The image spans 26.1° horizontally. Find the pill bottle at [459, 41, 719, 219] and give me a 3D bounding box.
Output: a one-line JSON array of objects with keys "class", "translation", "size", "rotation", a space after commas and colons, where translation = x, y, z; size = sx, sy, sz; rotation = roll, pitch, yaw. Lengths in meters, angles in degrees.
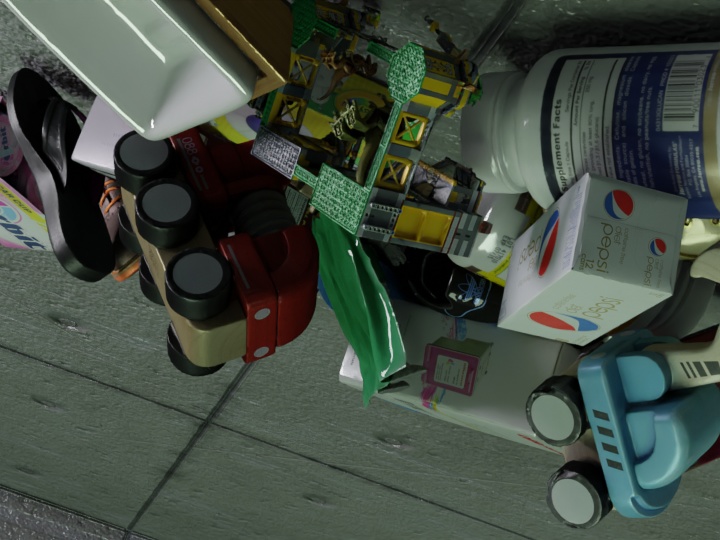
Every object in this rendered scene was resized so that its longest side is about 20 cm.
[{"class": "pill bottle", "translation": [0.170, -0.091, 1.015], "size": [0.198, 0.112, 0.111], "rotation": [3, 154, 33]}]

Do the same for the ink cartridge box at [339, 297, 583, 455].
[{"class": "ink cartridge box", "translation": [0.106, 0.093, 1.334], "size": [0.198, 0.085, 0.144], "rotation": [15, 173, 32]}]

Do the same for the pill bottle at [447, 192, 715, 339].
[{"class": "pill bottle", "translation": [0.170, -0.019, 1.188], "size": [0.198, 0.110, 0.109], "rotation": [25, 157, -16]}]

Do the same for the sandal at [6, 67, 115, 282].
[{"class": "sandal", "translation": [-0.235, -0.086, 1.281], "size": [0.048, 0.202, 0.075], "rotation": [-33, 156, 25]}]

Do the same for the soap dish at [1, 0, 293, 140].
[{"class": "soap dish", "translation": [-0.149, -0.186, 1.023], "size": [0.200, 0.082, 0.157], "rotation": [46, 148, -22]}]

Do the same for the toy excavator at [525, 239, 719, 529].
[{"class": "toy excavator", "translation": [0.222, 0.079, 1.102], "size": [0.199, 0.197, 0.100], "rotation": [-8, -168, 39]}]

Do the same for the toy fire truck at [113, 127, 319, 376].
[{"class": "toy fire truck", "translation": [-0.066, -0.025, 1.147], "size": [0.198, 0.177, 0.129], "rotation": [-17, 146, -17]}]

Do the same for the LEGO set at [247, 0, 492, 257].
[{"class": "LEGO set", "translation": [0.023, -0.095, 1.032], "size": [0.115, 0.155, 0.199], "rotation": [10, -172, -37]}]

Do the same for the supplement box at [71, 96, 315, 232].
[{"class": "supplement box", "translation": [-0.128, -0.073, 1.291], "size": [0.108, 0.061, 0.199], "rotation": [17, 172, 42]}]

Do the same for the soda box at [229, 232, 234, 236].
[{"class": "soda box", "translation": [-0.113, 0.004, 1.316], "size": [0.068, 0.064, 0.200], "rotation": [20, 175, 11]}]

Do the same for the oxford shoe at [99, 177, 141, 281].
[{"class": "oxford shoe", "translation": [-0.212, -0.053, 1.345], "size": [0.073, 0.071, 0.200], "rotation": [49, -176, -25]}]

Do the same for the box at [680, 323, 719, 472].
[{"class": "box", "translation": [0.289, 0.096, 1.260], "size": [0.198, 0.096, 0.100], "rotation": [-17, 174, -28]}]

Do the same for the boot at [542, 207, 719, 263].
[{"class": "boot", "translation": [0.242, -0.052, 1.080], "size": [0.198, 0.074, 0.155], "rotation": [11, 161, -19]}]

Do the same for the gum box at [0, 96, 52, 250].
[{"class": "gum box", "translation": [-0.334, -0.087, 1.468], "size": [0.112, 0.067, 0.200], "rotation": [6, 156, 30]}]

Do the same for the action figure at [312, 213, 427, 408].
[{"class": "action figure", "translation": [0.000, 0.000, 1.275], "size": [0.054, 0.202, 0.118], "rotation": [-11, 164, -24]}]

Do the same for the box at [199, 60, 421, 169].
[{"class": "box", "translation": [-0.054, -0.124, 1.196], "size": [0.198, 0.049, 0.117], "rotation": [21, 159, -11]}]

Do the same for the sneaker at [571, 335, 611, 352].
[{"class": "sneaker", "translation": [0.153, 0.029, 1.365], "size": [0.084, 0.075, 0.199], "rotation": [33, 154, -34]}]

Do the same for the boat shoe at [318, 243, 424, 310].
[{"class": "boat shoe", "translation": [0.008, 0.008, 1.413], "size": [0.083, 0.069, 0.200], "rotation": [-24, 148, 14]}]

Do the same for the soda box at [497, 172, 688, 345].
[{"class": "soda box", "translation": [0.147, -0.002, 1.019], "size": [0.067, 0.064, 0.200], "rotation": [13, 167, -5]}]

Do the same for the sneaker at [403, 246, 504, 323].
[{"class": "sneaker", "translation": [0.069, -0.003, 1.292], "size": [0.077, 0.071, 0.200], "rotation": [16, -177, -25]}]
